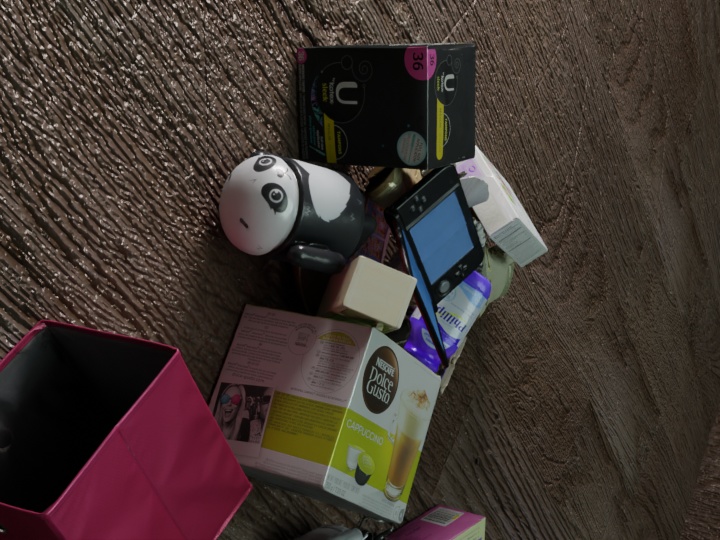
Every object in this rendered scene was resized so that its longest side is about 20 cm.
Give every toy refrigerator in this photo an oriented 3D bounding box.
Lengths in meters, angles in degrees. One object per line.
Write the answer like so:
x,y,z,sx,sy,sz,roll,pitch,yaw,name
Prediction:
0.002,0.041,1.280,0.200,0.075,0.070,148,-36,-75,toy refrigerator

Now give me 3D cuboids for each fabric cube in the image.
-0.259,0.196,0.983,0.200,0.195,0.200,-54,139,-37,fabric cube

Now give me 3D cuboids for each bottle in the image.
0.109,0.085,1.493,0.201,0.083,0.065,-57,-175,-8,bottle

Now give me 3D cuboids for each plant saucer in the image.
-0.035,-0.018,1.417,0.200,0.034,0.202,-14,107,-54,plant saucer

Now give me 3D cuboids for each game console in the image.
0.114,-0.008,1.355,0.172,0.119,0.201,-40,137,-15,game console

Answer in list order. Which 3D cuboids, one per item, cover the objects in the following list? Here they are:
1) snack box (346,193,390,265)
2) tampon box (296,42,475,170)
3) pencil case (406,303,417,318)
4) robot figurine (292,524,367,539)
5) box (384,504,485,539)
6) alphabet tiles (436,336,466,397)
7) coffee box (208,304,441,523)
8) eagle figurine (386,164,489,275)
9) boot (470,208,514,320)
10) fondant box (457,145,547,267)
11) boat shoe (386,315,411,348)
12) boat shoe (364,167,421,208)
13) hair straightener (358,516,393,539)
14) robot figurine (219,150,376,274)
0.000,0.000,1.421,0.072,0.024,0.202,25,76,-53,snack box
0.034,-0.216,1.331,0.126,0.199,0.151,-20,112,-53,tampon box
0.071,0.145,1.557,0.077,0.089,0.201,24,74,-17,pencil case
-0.060,0.413,1.393,0.199,0.113,0.170,-9,142,-55,robot figurine
0.121,0.516,1.699,0.175,0.096,0.202,-13,106,-55,box
0.115,0.169,1.589,0.197,0.015,0.200,-64,-179,-25,alphabet tiles
-0.047,0.177,1.288,0.200,0.199,0.199,40,63,-52,coffee box
0.114,-0.053,1.553,0.151,0.150,0.202,48,50,-73,eagle figurine
0.202,-0.030,1.735,0.154,0.072,0.202,-28,116,-54,boot
0.226,-0.100,1.675,0.145,0.058,0.200,63,13,23,fondant box
0.002,0.138,1.470,0.071,0.076,0.201,24,98,-41,boat shoe
0.052,-0.122,1.440,0.065,0.071,0.200,47,23,-11,boat shoe
-0.007,0.437,1.541,0.200,0.041,0.077,-43,130,-44,hair straightener
-0.074,-0.071,1.246,0.199,0.150,0.126,11,94,-42,robot figurine
